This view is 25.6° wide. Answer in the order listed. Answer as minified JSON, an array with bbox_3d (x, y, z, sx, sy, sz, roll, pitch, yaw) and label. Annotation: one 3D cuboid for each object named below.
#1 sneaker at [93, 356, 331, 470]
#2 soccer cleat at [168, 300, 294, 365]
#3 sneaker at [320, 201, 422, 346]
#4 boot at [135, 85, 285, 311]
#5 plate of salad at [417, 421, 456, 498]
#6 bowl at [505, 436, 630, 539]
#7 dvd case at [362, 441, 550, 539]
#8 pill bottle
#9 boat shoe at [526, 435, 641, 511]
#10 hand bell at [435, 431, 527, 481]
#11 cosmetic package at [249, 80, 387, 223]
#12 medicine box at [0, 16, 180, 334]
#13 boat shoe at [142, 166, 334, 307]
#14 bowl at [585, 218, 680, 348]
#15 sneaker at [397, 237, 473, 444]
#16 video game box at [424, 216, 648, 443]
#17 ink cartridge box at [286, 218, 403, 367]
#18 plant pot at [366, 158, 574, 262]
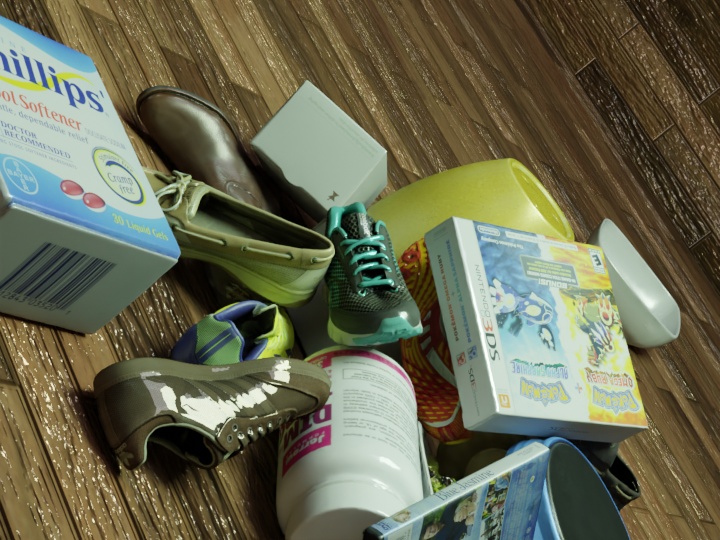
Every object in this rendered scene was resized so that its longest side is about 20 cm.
[{"bbox_3d":[-0.102,0.109,1.141,0.199,0.070,0.076,3,63,-38],"label":"sneaker"},{"bbox_3d":[-0.085,0.055,1.271,0.065,0.084,0.200,53,19,5],"label":"soccer cleat"},{"bbox_3d":[0.000,0.000,1.316,0.200,0.077,0.092,-129,-148,-68],"label":"sneaker"},{"bbox_3d":[-0.133,-0.056,1.409,0.186,0.064,0.201,40,27,-26],"label":"boot"},{"bbox_3d":[0.081,0.220,1.312,0.200,0.048,0.202,-16,90,-87],"label":"plate of salad"},{"bbox_3d":[0.185,0.234,1.336,0.201,0.039,0.202,49,26,-34],"label":"bowl"},{"bbox_3d":[0.064,0.218,1.159,0.017,0.144,0.199,26,30,35],"label":"dvd case"},{"bbox_3d":[-0.008,0.156,1.221,0.113,0.113,0.201,43,21,-22],"label":"pill bottle"},{"bbox_3d":[0.204,0.155,1.472,0.200,0.073,0.075,55,20,-39],"label":"boat shoe"},{"bbox_3d":[0.119,0.192,1.393,0.104,0.104,0.200,50,5,-4],"label":"hand bell"},{"bbox_3d":[-0.037,-0.103,1.546,0.107,0.085,0.200,42,-4,3],"label":"cosmetic package"},{"bbox_3d":[-0.248,-0.075,1.107,0.182,0.103,0.201,20,37,-56],"label":"medicine box"},{"bbox_3d":[-0.118,-0.042,1.313,0.199,0.063,0.073,29,38,1],"label":"boat shoe"},{"bbox_3d":[0.407,0.030,2.451,0.200,0.074,0.200,50,18,-4],"label":"bowl"},{"bbox_3d":[0.064,0.061,1.407,0.077,0.072,0.202,61,25,-55],"label":"sneaker"},{"bbox_3d":[0.156,0.055,1.394,0.199,0.047,0.184,9,62,-40],"label":"video game box"},{"bbox_3d":[0.021,0.052,1.514,0.200,0.087,0.146,27,30,-53],"label":"ink cartridge box"},{"bbox_3d":[0.122,-0.027,1.541,0.200,0.142,0.200,45,18,-19],"label":"plant pot"}]
